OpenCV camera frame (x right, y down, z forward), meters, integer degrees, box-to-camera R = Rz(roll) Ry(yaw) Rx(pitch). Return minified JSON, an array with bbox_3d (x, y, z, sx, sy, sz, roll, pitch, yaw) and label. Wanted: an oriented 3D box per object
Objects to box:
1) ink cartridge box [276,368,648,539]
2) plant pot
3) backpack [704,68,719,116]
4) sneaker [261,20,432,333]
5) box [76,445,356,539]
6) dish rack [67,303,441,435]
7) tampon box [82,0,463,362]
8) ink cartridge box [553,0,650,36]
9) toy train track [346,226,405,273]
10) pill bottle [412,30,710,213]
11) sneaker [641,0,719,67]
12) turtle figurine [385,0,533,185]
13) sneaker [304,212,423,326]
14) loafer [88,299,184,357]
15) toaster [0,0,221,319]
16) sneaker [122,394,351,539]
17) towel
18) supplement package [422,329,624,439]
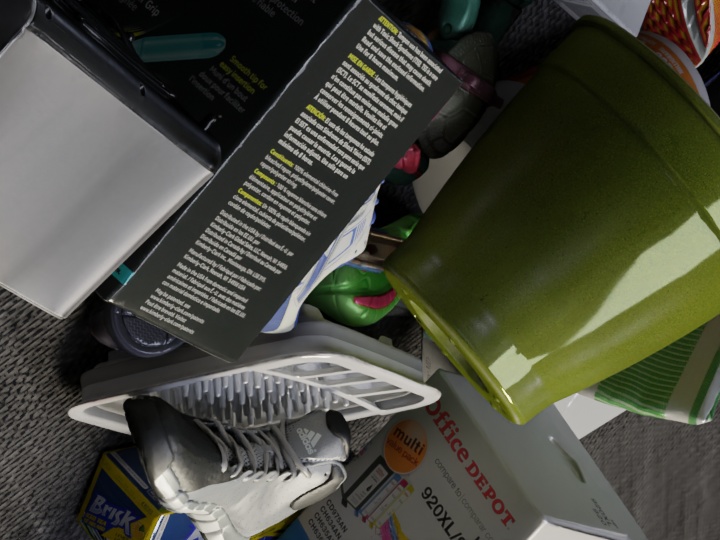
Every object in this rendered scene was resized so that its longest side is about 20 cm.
[{"bbox_3d":[0.066,0.194,1.383,0.200,0.147,0.145,-48,143,18],"label":"ink cartridge box"},{"bbox_3d":[0.124,-0.016,1.192,0.193,0.200,0.200,-39,149,-4],"label":"plant pot"},{"bbox_3d":[0.318,-0.053,1.533,0.183,0.200,0.147,-39,168,-17],"label":"backpack"},{"bbox_3d":[-0.021,-0.053,1.135,0.200,0.075,0.088,-50,141,7],"label":"sneaker"},{"bbox_3d":[-0.095,0.154,1.382,0.200,0.070,0.064,-9,131,-47],"label":"box"},{"bbox_3d":[-0.067,0.068,1.256,0.200,0.044,0.172,-14,161,25],"label":"dish rack"},{"bbox_3d":[-0.079,-0.083,1.047,0.200,0.150,0.126,-50,149,4],"label":"tampon box"},{"bbox_3d":[0.139,-0.253,1.169,0.200,0.045,0.176,25,84,-58],"label":"ink cartridge box"},{"bbox_3d":[-0.028,-0.024,1.203,0.200,0.033,0.115,14,80,-32],"label":"toy train track"},{"bbox_3d":[0.135,-0.086,1.351,0.200,0.112,0.112,-24,143,-34],"label":"pill bottle"},{"bbox_3d":[0.241,-0.234,1.375,0.077,0.073,0.200,-51,163,-49],"label":"sneaker"},{"bbox_3d":[0.042,-0.125,1.208,0.200,0.101,0.150,-58,160,0],"label":"turtle figurine"},{"bbox_3d":[0.000,0.000,1.335,0.200,0.084,0.077,0,88,-67],"label":"sneaker"},{"bbox_3d":[-0.084,-0.013,1.225,0.200,0.063,0.072,-34,105,-28],"label":"loafer"},{"bbox_3d":[-0.173,-0.092,0.896,0.119,0.181,0.200,-46,149,4],"label":"toaster"},{"bbox_3d":[-0.067,0.106,1.218,0.115,0.075,0.200,-23,156,2],"label":"sneaker"},{"bbox_3d":[0.165,0.021,1.352,0.023,0.200,0.153,89,26,-51],"label":"towel"},{"bbox_3d":[0.138,0.033,1.488,0.156,0.111,0.200,-28,145,-21],"label":"supplement package"}]
